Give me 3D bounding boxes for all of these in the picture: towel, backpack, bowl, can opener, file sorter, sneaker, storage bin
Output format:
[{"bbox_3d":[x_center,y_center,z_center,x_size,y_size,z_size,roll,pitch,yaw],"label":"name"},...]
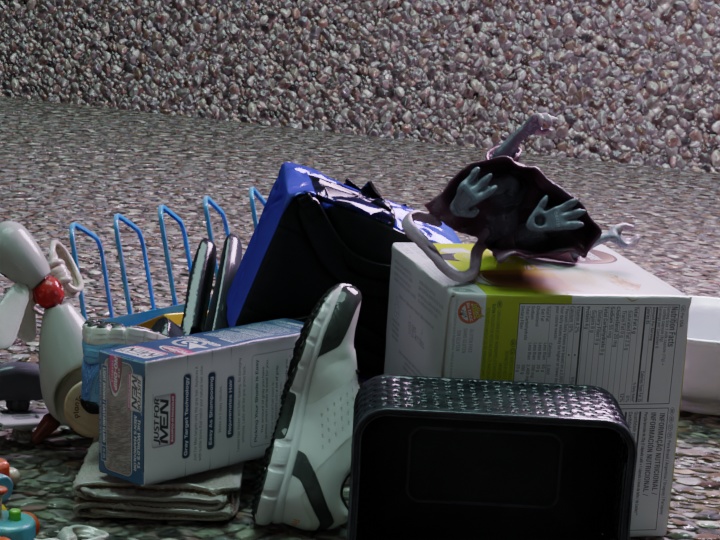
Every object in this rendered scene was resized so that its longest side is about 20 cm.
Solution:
[{"bbox_3d":[-0.161,0.159,1.475,0.132,0.035,0.200,3,11,-3],"label":"towel"},{"bbox_3d":[0.000,0.000,1.600,0.200,0.163,0.168,19,22,-13],"label":"backpack"},{"bbox_3d":[0.350,0.089,1.805,0.201,0.090,0.201,3,12,-1],"label":"bowl"},{"bbox_3d":[-0.140,0.045,1.621,0.063,0.079,0.200,1,48,18],"label":"can opener"},{"bbox_3d":[-0.184,-0.001,1.832,0.200,0.123,0.139,-11,-9,4],"label":"file sorter"},{"bbox_3d":[-0.162,0.102,1.491,0.078,0.090,0.200,7,-10,43],"label":"sneaker"},{"bbox_3d":[-0.025,0.109,1.409,0.080,0.200,0.074,15,-10,-4],"label":"sneaker"},{"bbox_3d":[-0.239,0.118,1.596,0.200,0.067,0.053,3,11,-28],"label":"can opener"},{"bbox_3d":[0.092,0.156,1.301,0.200,0.135,0.094,3,12,1],"label":"storage bin"}]

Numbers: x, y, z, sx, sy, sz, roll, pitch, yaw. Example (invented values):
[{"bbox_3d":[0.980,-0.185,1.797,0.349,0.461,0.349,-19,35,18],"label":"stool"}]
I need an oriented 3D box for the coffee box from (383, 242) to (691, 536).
[{"bbox_3d":[0.136,0.092,1.464,0.198,0.200,0.200,0,13,-13],"label":"coffee box"}]

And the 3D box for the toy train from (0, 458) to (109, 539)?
[{"bbox_3d":[-0.286,0.166,1.357,0.150,0.056,0.200,-8,16,-43],"label":"toy train"}]

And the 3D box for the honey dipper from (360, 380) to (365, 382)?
[{"bbox_3d":[0.036,0.109,1.631,0.200,0.038,0.038,26,20,21],"label":"honey dipper"}]

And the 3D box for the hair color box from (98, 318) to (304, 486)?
[{"bbox_3d":[-0.114,0.101,1.436,0.061,0.100,0.200,11,13,42],"label":"hair color box"}]

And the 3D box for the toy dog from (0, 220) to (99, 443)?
[{"bbox_3d":[-0.273,0.066,1.528,0.096,0.200,0.132,-32,-17,5],"label":"toy dog"}]

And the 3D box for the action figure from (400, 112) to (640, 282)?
[{"bbox_3d":[0.130,-0.034,1.425,0.149,0.134,0.200,-38,-4,4],"label":"action figure"}]

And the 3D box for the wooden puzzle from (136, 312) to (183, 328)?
[{"bbox_3d":[-0.174,0.064,1.765,0.200,0.037,0.185,-10,-6,-42],"label":"wooden puzzle"}]
